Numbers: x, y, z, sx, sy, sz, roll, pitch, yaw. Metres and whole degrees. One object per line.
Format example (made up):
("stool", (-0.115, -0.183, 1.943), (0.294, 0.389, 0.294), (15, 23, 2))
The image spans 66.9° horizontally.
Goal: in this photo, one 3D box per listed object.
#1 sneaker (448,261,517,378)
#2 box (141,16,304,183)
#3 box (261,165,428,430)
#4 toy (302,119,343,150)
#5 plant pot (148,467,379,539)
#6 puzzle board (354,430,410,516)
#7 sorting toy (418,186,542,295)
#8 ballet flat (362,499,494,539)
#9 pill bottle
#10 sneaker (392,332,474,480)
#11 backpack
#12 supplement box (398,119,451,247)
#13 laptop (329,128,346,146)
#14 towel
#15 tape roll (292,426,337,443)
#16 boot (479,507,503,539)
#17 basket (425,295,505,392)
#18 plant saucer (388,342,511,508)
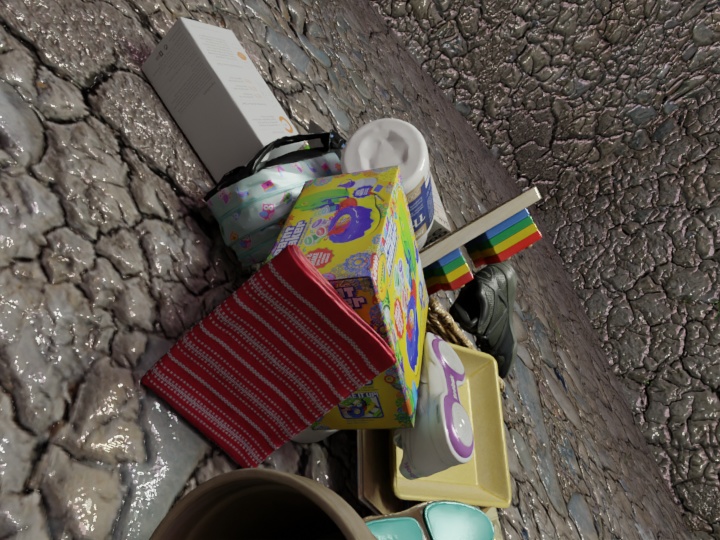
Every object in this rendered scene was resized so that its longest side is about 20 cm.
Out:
("sneaker", (0.191, 0.094, 0.861), (0.076, 0.112, 0.205), (30, -45, 49))
("box", (-0.191, -0.234, 0.776), (0.202, 0.097, 0.124), (56, 25, 0))
("box", (-0.006, 0.028, 0.593), (0.202, 0.118, 0.196), (-74, 152, -51))
("toy", (-0.036, -0.148, 0.856), (0.046, 0.118, 0.200), (-6, 34, -30))
("plant pot", (-0.043, 0.259, 0.399), (0.174, 0.196, 0.204), (44, 23, -59))
("puzzle board", (0.026, 0.216, 0.694), (0.203, 0.017, 0.152), (-91, 157, -44))
("sorting toy", (0.161, -0.029, 0.818), (0.071, 0.197, 0.199), (60, -5, 0))
("ballet flat", (0.061, 0.300, 0.605), (0.195, 0.066, 0.072), (12, 43, -29))
("pill bottle", (0.044, -0.097, 0.736), (0.201, 0.108, 0.113), (66, 3, -63))
("sneaker", (0.073, 0.149, 0.635), (0.075, 0.099, 0.202), (43, 25, -18))
("backpack", (-0.101, -0.089, 0.712), (0.129, 0.165, 0.199), (59, 31, -2))
("supplement box", (0.060, -0.131, 0.925), (0.073, 0.124, 0.205), (22, 46, -51))
("laptop", (0.004, -0.122, 0.985), (0.176, 0.103, 0.202), (28, 24, -44))
("towel", (-0.081, 0.087, 0.483), (0.145, 0.199, 0.023), (46, 17, -17))
("tape roll", (-0.076, 0.104, 0.663), (0.202, 0.037, 0.206), (41, 30, -29))
("boot", (0.152, 0.400, 0.696), (0.198, 0.072, 0.159), (20, 44, -56))
("basket", (0.123, 0.116, 0.877), (0.200, 0.148, 0.144), (47, 27, -17))
("plant saucer", (0.106, 0.198, 0.715), (0.196, 0.048, 0.205), (18, 57, -30))
